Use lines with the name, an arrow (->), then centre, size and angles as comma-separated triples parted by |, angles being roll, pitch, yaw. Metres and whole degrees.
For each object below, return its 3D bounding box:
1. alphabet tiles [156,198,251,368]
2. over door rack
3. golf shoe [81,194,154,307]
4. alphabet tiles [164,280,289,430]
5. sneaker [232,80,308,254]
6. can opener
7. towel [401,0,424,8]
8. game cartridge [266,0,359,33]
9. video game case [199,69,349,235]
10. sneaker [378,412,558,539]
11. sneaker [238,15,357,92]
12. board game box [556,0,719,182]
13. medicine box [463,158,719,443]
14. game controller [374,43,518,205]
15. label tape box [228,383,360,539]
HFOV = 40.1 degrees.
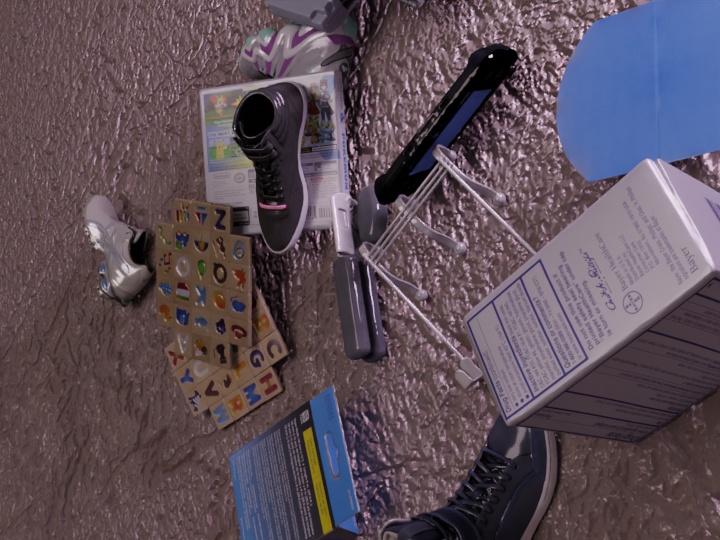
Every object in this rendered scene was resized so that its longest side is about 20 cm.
alphabet tiles -> -0.198, 0.016, 1.240 | 0.164, 0.006, 0.204 | 10, 103, 35
over door rack -> 0.103, -0.004, 0.989 | 0.148, 0.066, 0.201 | -52, 60, 24
golf shoe -> -0.364, -0.046, 1.514 | 0.096, 0.078, 0.202 | -33, 61, 17
alphabet tiles -> -0.174, 0.103, 1.254 | 0.199, 0.006, 0.169 | -34, 77, 36
sneaker -> -0.109, -0.118, 1.133 | 0.069, 0.099, 0.204 | 6, 98, 24
can opener -> 0.000, 0.000, 1.101 | 0.066, 0.052, 0.204 | -22, 64, 41
towel -> 0.030, -0.396, 1.089 | 0.199, 0.086, 0.166 | 37, 85, 35
game cartridge -> -0.022, -0.380, 1.193 | 0.133, 0.040, 0.201 | 31, 81, 42
video game case -> -0.106, -0.138, 1.198 | 0.197, 0.022, 0.186 | -2, 93, 28
sneaker -> 0.096, 0.206, 0.874 | 0.076, 0.145, 0.206 | 14, 88, 49
sneaker -> -0.088, -0.235, 1.242 | 0.198, 0.077, 0.143 | -12, 71, 46
board game box -> 0.267, -0.159, 0.865 | 0.198, 0.039, 0.161 | -12, 66, 40
medicine box -> 0.214, 0.036, 0.760 | 0.200, 0.180, 0.104 | -43, 51, 31
game controller -> 0.087, -0.148, 1.013 | 0.042, 0.104, 0.201 | 39, 115, 3
label tape box -> -0.058, 0.236, 1.093 | 0.199, 0.063, 0.146 | -37, 54, 35
